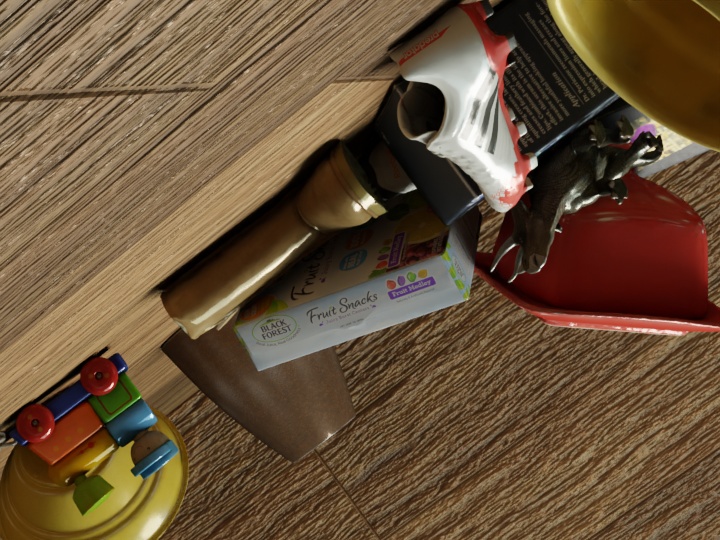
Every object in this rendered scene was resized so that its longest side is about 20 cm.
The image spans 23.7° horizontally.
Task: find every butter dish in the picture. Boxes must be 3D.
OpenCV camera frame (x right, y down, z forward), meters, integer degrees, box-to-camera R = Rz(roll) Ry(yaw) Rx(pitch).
[{"bbox_3d":[0.204,-0.036,1.435,0.197,0.149,0.200,6,-168,-16],"label":"butter dish"}]

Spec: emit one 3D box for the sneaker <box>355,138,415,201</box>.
[{"bbox_3d":[0.023,-0.089,1.578,0.079,0.074,0.200,-22,173,-1],"label":"sneaker"}]

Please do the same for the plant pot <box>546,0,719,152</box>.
[{"bbox_3d":[0.253,-0.211,1.141,0.189,0.200,0.201,-53,-179,-12],"label":"plant pot"}]

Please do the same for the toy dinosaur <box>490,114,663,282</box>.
[{"bbox_3d":[0.171,-0.079,1.332,0.102,0.077,0.200,-20,-162,42],"label":"toy dinosaur"}]

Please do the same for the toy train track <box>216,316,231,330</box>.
[{"bbox_3d":[-0.099,-0.007,1.705,0.115,0.033,0.200,-47,179,31],"label":"toy train track"}]

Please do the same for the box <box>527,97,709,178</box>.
[{"bbox_3d":[0.218,-0.152,1.500,0.199,0.123,0.106,-23,142,20],"label":"box"}]

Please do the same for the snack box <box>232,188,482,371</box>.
[{"bbox_3d":[0.000,0.000,1.461,0.198,0.053,0.143,-20,-155,20],"label":"snack box"}]

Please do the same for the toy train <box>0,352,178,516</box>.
[{"bbox_3d":[-0.271,0.175,1.553,0.199,0.116,0.085,-37,178,-10],"label":"toy train"}]

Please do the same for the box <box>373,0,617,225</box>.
[{"bbox_3d":[0.124,-0.143,1.342,0.199,0.107,0.148,-36,179,-8],"label":"box"}]

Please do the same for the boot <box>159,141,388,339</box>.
[{"bbox_3d":[-0.073,-0.017,1.396,0.199,0.066,0.175,-36,178,2],"label":"boot"}]

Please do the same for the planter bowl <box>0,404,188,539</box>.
[{"bbox_3d":[-0.271,0.186,1.640,0.200,0.200,0.084,-36,143,-12],"label":"planter bowl"}]

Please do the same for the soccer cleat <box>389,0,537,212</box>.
[{"bbox_3d":[0.068,-0.101,1.171,0.085,0.069,0.201,-26,147,-6],"label":"soccer cleat"}]

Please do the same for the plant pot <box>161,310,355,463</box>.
[{"bbox_3d":[-0.099,0.115,1.991,0.186,0.201,0.187,-37,178,-2],"label":"plant pot"}]
